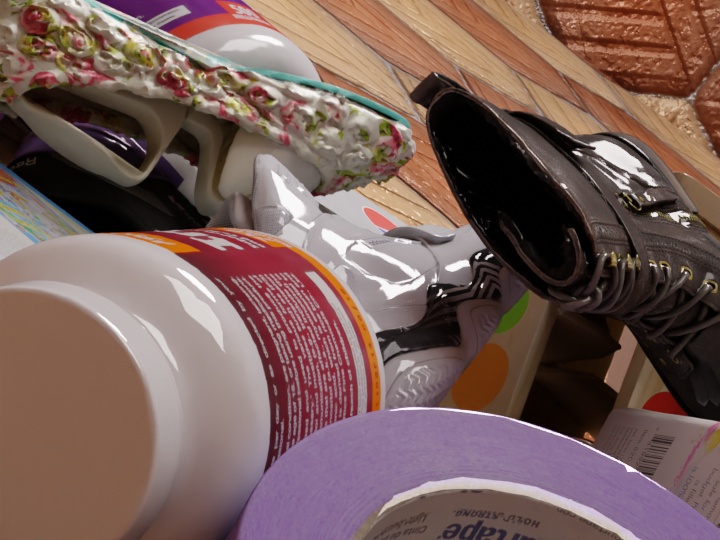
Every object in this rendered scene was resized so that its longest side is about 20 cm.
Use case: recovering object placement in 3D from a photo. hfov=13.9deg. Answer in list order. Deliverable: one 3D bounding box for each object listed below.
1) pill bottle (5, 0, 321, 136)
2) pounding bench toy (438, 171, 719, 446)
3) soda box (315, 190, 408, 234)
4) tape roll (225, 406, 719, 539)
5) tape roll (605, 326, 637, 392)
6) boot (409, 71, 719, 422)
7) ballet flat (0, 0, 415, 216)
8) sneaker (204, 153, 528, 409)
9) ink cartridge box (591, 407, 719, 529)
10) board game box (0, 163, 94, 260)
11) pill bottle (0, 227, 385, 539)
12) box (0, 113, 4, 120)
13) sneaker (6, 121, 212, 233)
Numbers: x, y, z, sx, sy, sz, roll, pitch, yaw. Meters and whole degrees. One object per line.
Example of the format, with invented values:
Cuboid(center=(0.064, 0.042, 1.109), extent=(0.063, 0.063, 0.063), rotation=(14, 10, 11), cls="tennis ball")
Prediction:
Cuboid(center=(-0.111, -0.098, 1.347), extent=(0.112, 0.113, 0.200), rotation=(25, 13, -49), cls="pill bottle")
Cuboid(center=(0.138, 0.066, 1.357), extent=(0.200, 0.156, 0.124), rotation=(32, -18, -38), cls="pounding bench toy")
Cuboid(center=(0.019, 0.022, 1.409), extent=(0.200, 0.068, 0.063), rotation=(32, 15, -28), cls="soda box")
Cuboid(center=(0.044, 0.133, 0.865), extent=(0.200, 0.066, 0.200), rotation=(18, 37, -14), cls="tape roll")
Cuboid(center=(0.224, 0.063, 1.558), extent=(0.071, 0.203, 0.203), rotation=(30, 14, -38), cls="tape roll")
Cuboid(center=(0.107, 0.009, 1.150), extent=(0.200, 0.069, 0.174), rotation=(48, 15, 17), cls="boot")
Cuboid(center=(-0.074, -0.058, 1.197), extent=(0.200, 0.064, 0.076), rotation=(19, -23, -18), cls="ballet flat")
Cuboid(center=(0.000, 0.000, 1.176), extent=(0.115, 0.075, 0.200), rotation=(39, 27, 2), cls="sneaker")
Cuboid(center=(0.141, 0.122, 1.104), extent=(0.067, 0.117, 0.200), rotation=(35, -12, -23), cls="ink cartridge box")
Cuboid(center=(-0.101, 0.025, 1.111), extent=(0.200, 0.034, 0.134), rotation=(37, 11, -7), cls="board game box")
Cuboid(center=(-0.069, 0.043, 0.935), extent=(0.113, 0.113, 0.200), rotation=(41, 11, 11), cls="pill bottle")
Cuboid(center=(-0.190, -0.166, 1.322), extent=(0.039, 0.137, 0.200), rotation=(24, 18, -51), cls="box")
Cuboid(center=(-0.065, 0.015, 1.224), extent=(0.200, 0.076, 0.088), rotation=(35, 27, -3), cls="sneaker")
